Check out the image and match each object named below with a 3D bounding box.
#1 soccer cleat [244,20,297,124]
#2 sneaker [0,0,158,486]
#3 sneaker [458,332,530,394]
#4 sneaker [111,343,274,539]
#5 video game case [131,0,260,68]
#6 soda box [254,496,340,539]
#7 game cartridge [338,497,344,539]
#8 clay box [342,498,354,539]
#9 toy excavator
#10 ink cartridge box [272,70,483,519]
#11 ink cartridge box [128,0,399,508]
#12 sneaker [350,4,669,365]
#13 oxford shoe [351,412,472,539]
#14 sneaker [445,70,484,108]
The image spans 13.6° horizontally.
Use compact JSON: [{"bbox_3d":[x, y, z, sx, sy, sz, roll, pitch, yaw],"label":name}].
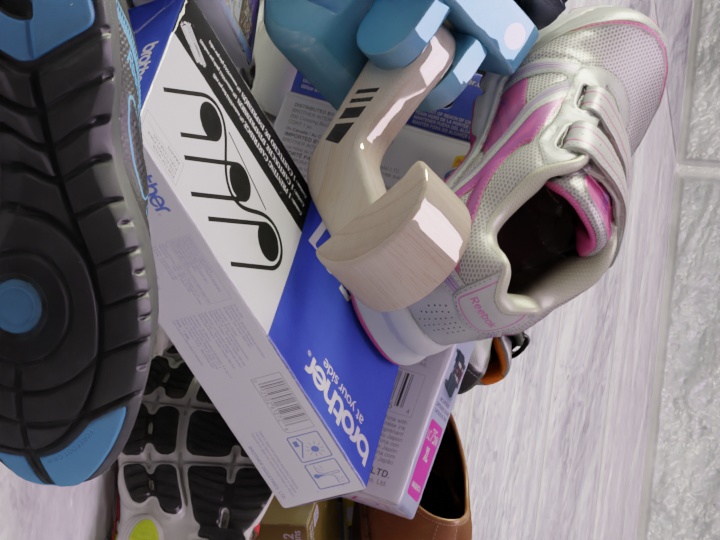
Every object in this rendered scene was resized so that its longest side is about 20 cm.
[{"bbox_3d":[-0.024,-0.107,1.496,0.078,0.069,0.200,-59,175,2],"label":"soccer cleat"},{"bbox_3d":[-0.101,-0.023,1.089,0.082,0.073,0.201,-44,137,-75],"label":"sneaker"},{"bbox_3d":[0.049,0.019,1.481,0.074,0.079,0.200,-43,176,19],"label":"sneaker"},{"bbox_3d":[-0.080,0.120,1.297,0.085,0.077,0.201,113,-9,-57],"label":"sneaker"},{"bbox_3d":[-0.069,-0.211,1.257,0.181,0.045,0.201,64,32,-69],"label":"video game case"},{"bbox_3d":[-0.042,0.181,1.461,0.068,0.064,0.201,-72,162,-56],"label":"soda box"},{"bbox_3d":[-0.018,0.100,1.632,0.200,0.041,0.134,32,58,-77],"label":"game cartridge"},{"bbox_3d":[0.018,0.172,1.521,0.115,0.047,0.201,86,0,-52],"label":"clay box"},{"bbox_3d":[0.012,-0.087,1.288,0.100,0.194,0.200,43,76,-38],"label":"toy excavator"},{"bbox_3d":[0.000,0.000,1.367,0.042,0.119,0.201,41,67,-70],"label":"ink cartridge box"},{"bbox_3d":[-0.050,-0.006,1.240,0.200,0.044,0.094,58,30,-32],"label":"ink cartridge box"},{"bbox_3d":[0.085,-0.036,1.298,0.200,0.088,0.081,-54,125,-26],"label":"sneaker"},{"bbox_3d":[0.021,0.072,1.475,0.200,0.071,0.071,-110,-149,-44],"label":"oxford shoe"},{"bbox_3d":[0.013,-0.051,1.494,0.078,0.200,0.140,50,1,4],"label":"sneaker"}]
